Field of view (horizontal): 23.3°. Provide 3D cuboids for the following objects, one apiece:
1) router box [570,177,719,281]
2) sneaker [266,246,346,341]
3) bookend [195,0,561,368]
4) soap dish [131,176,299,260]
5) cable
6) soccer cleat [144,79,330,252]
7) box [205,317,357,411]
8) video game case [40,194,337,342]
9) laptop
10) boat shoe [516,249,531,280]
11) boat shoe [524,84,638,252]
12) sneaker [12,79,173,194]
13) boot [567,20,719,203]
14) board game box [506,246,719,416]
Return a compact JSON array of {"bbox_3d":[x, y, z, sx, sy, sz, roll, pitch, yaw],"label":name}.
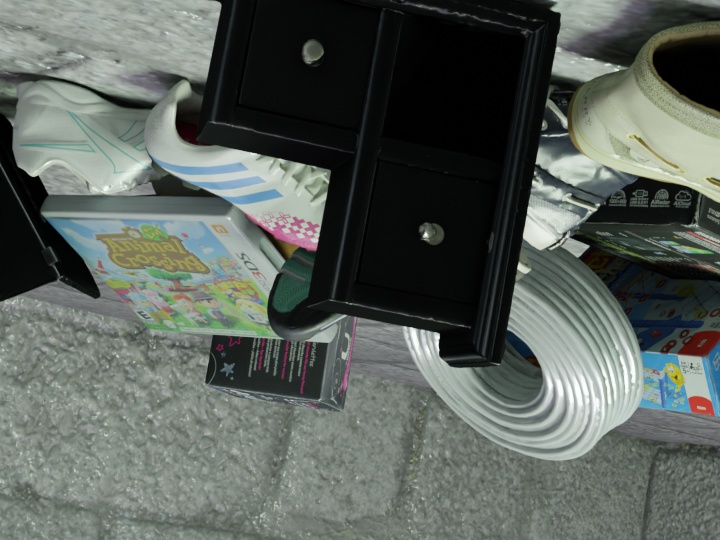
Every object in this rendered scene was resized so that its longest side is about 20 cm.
[{"bbox_3d":[0.246,-0.040,1.304,0.150,0.062,0.200,4,170,44],"label":"router box"},{"bbox_3d":[0.000,0.000,1.383,0.074,0.200,0.088,26,146,23],"label":"sneaker"},{"bbox_3d":[-0.009,-0.062,0.974,0.199,0.199,0.092,12,174,-10],"label":"bookend"},{"bbox_3d":[-0.071,-0.043,1.497,0.200,0.081,0.157,4,-174,30],"label":"soap dish"},{"bbox_3d":[0.122,0.055,1.341,0.200,0.069,0.200,28,141,26],"label":"cable"},{"bbox_3d":[-0.068,-0.077,1.308,0.200,0.070,0.086,23,143,-5],"label":"soccer cleat"},{"bbox_3d":[-0.062,0.025,1.652,0.114,0.201,0.132,8,173,11],"label":"box"},{"bbox_3d":[-0.142,-0.001,1.451,0.200,0.022,0.182,3,146,33],"label":"video game case"},{"bbox_3d":[-0.329,-0.044,1.449,0.116,0.188,0.200,-29,170,1],"label":"laptop"},{"bbox_3d":[0.037,-0.048,1.167,0.200,0.057,0.067,48,-167,32],"label":"boat shoe"},{"bbox_3d":[0.093,-0.099,1.122,0.093,0.075,0.200,-37,127,26],"label":"boat shoe"},{"bbox_3d":[-0.184,-0.095,1.408,0.200,0.080,0.070,11,170,-15],"label":"sneaker"},{"bbox_3d":[0.232,-0.085,0.990,0.199,0.072,0.155,12,169,-8],"label":"boot"},{"bbox_3d":[0.248,0.034,1.434,0.195,0.056,0.200,3,-148,40],"label":"board game box"}]
